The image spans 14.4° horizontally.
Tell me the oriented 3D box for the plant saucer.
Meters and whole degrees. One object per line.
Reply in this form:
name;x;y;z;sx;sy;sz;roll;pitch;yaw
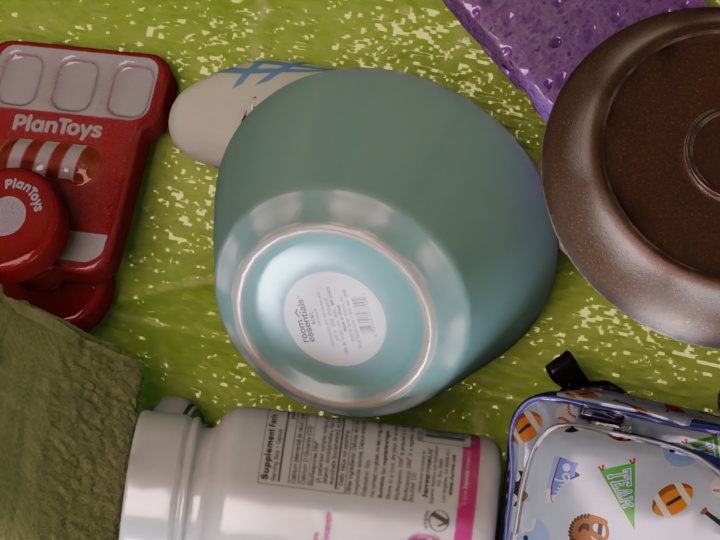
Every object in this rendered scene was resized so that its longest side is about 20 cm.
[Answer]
plant saucer;0.197;-0.056;1.507;0.200;0.032;0.201;2;67;-5

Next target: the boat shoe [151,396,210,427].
boat shoe;-0.103;0.170;1.633;0.062;0.072;0.200;3;68;9

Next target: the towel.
towel;-0.192;0.089;1.555;0.148;0.200;0.036;26;128;-21

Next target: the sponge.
sponge;0.145;-0.114;1.559;0.111;0.030;0.200;-34;74;-15

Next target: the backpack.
backpack;0.166;0.156;1.522;0.190;0.154;0.200;8;93;9

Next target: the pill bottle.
pill bottle;-0.028;0.136;1.557;0.200;0.113;0.114;7;92;0

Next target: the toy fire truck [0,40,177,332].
toy fire truck;-0.218;-0.060;1.682;0.200;0.112;0.168;7;68;18

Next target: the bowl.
bowl;0.000;0.000;1.555;0.200;0.105;0.201;8;120;14

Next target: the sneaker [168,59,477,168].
sneaker;-0.021;-0.082;1.624;0.200;0.072;0.072;6;93;20

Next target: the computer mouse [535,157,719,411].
computer mouse;0.183;-0.005;1.572;0.200;0.044;0.110;41;106;9
